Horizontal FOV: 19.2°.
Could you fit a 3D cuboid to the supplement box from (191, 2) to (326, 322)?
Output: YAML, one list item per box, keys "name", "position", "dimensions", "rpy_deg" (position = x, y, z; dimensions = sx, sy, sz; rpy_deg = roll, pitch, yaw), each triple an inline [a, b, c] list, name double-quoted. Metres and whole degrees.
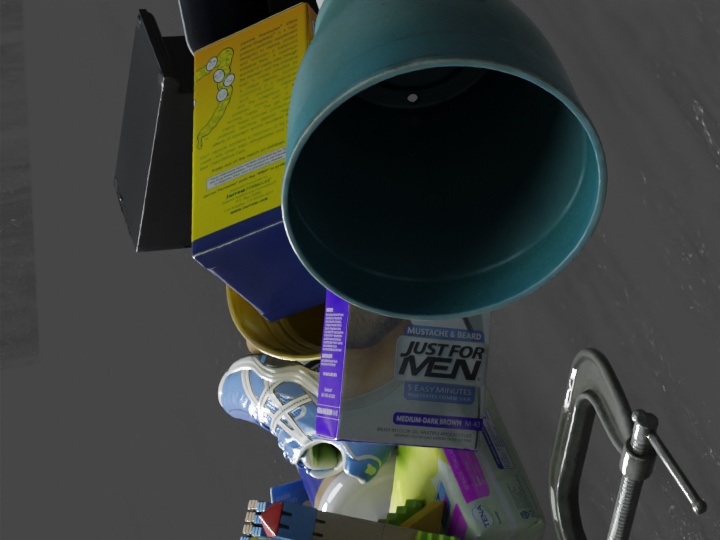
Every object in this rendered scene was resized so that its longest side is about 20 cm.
- name: "supplement box"
  position: [-0.055, -0.082, 1.623]
  dimensions: [0.109, 0.109, 0.201]
  rpy_deg: [43, -144, -45]

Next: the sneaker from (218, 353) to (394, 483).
- name: "sneaker"
  position: [-0.048, 0.117, 1.687]
  dimensions: [0.200, 0.076, 0.077]
  rpy_deg: [5, 66, 48]

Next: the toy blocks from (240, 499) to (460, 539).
- name: "toy blocks"
  position: [-0.026, 0.204, 1.558]
  dimensions: [0.200, 0.136, 0.100]
  rpy_deg: [160, 122, -73]

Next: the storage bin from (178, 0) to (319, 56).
- name: "storage bin"
  position: [-0.064, -0.267, 1.746]
  dimensions: [0.134, 0.145, 0.201]
  rpy_deg: [4, -107, -69]

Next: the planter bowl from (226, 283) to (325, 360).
- name: "planter bowl"
  position: [0.000, 0.000, 1.665]
  dimensions: [0.083, 0.200, 0.201]
  rpy_deg: [46, -165, -46]

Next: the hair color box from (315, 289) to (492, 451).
- name: "hair color box"
  position: [0.034, 0.024, 1.511]
  dimensions: [0.065, 0.109, 0.201]
  rpy_deg: [172, 102, -73]

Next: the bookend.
- name: "bookend"
  position: [-0.100, -0.124, 1.851]
  dimensions: [0.200, 0.198, 0.092]
  rpy_deg: [103, 153, -43]

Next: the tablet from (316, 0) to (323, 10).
- name: "tablet"
  position: [0.033, -0.231, 1.465]
  dimensions: [0.200, 0.014, 0.130]
  rpy_deg: [-47, 49, 35]

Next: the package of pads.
- name: "package of pads"
  position: [0.076, 0.197, 1.621]
  dimensions: [0.200, 0.068, 0.155]
  rpy_deg: [97, 157, -44]

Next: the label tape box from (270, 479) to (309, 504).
- name: "label tape box"
  position: [-0.001, 0.269, 1.800]
  dimensions: [0.143, 0.066, 0.201]
  rpy_deg: [-5, -94, -61]

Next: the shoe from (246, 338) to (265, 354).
- name: "shoe"
  position: [-0.063, 0.023, 1.785]
  dimensions: [0.200, 0.070, 0.054]
  rpy_deg: [-84, -19, -74]

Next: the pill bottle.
- name: "pill bottle"
  position: [-0.005, 0.131, 1.784]
  dimensions: [0.200, 0.115, 0.116]
  rpy_deg: [-115, 22, -46]

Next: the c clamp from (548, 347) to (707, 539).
- name: "c clamp"
  position: [0.158, 0.144, 1.373]
  dimensions: [0.200, 0.027, 0.171]
  rpy_deg: [99, 156, -48]

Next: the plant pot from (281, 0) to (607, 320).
- name: "plant pot"
  position: [0.045, -0.104, 1.366]
  dimensions: [0.188, 0.199, 0.201]
  rpy_deg: [-97, 8, -50]
